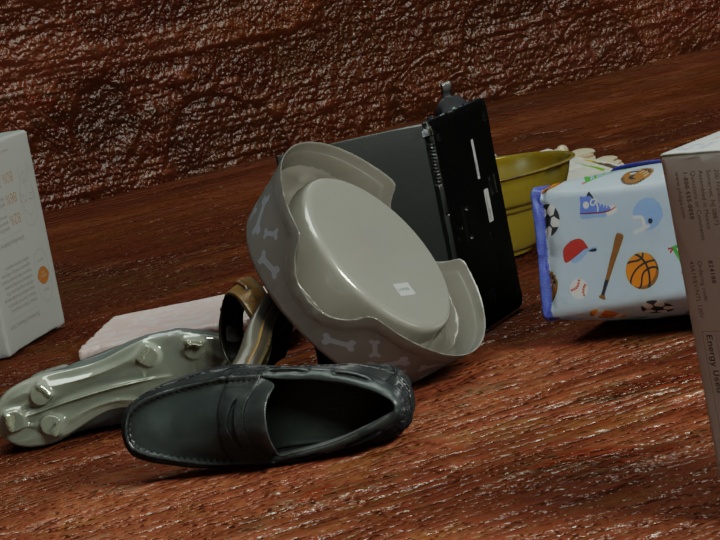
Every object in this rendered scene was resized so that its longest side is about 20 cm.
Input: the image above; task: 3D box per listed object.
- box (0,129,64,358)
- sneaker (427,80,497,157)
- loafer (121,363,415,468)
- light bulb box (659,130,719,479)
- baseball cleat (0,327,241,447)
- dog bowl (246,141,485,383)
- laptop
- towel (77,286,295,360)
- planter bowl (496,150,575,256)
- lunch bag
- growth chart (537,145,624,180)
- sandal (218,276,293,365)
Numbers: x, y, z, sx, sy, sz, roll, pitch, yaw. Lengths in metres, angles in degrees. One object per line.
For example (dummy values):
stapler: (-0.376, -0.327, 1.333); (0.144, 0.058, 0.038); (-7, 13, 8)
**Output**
box: (-0.377, -0.021, 2.452); (0.106, 0.201, 0.152); (-8, 9, 15)
sneaker: (0.113, -0.139, 2.796); (0.077, 0.140, 0.200); (-13, 8, -15)
loafer: (-0.064, 0.094, 1.683); (0.200, 0.068, 0.070); (-7, 0, 8)
light bulb box: (0.281, 0.015, 1.289); (0.200, 0.199, 0.125); (-3, 13, 41)
baseball cleat: (-0.180, 0.081, 1.933); (0.199, 0.070, 0.106); (-11, 8, -1)
dog bowl: (0.000, 0.000, 1.866); (0.059, 0.200, 0.200); (-44, -8, 26)
laptop: (0.036, -0.030, 2.017); (0.103, 0.178, 0.200); (-7, 10, 25)
towel: (-0.140, 0.051, 2.227); (0.190, 0.032, 0.200); (-11, 7, 6)
planter bowl: (0.112, -0.052, 2.403); (0.200, 0.084, 0.200); (-11, 9, 2)
lunch bag: (0.247, -0.026, 1.925); (0.170, 0.124, 0.200); (-6, -4, 33)
growth chart: (0.222, -0.097, 2.660); (0.144, 0.018, 0.200); (-14, 21, -28)
sandal: (-0.083, 0.045, 1.868); (0.054, 0.082, 0.200); (17, 39, 7)
